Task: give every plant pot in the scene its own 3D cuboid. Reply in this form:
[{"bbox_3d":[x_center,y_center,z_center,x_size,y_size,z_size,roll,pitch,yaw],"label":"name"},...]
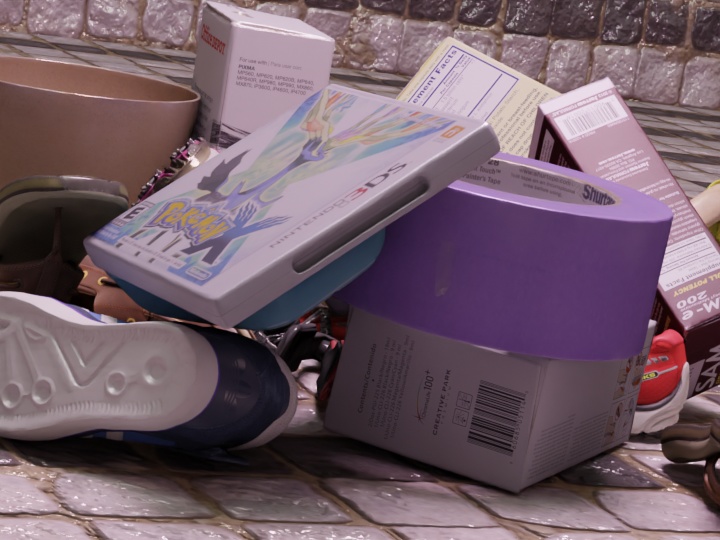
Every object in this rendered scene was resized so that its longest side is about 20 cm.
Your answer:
[{"bbox_3d":[-0.229,-0.082,1.953,0.199,0.136,0.200,9,11,-2],"label":"plant pot"}]

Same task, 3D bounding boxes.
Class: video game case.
[{"bbox_3d":[-0.042,-0.041,1.404,0.182,0.022,0.200,-33,22,-17],"label":"video game case"}]

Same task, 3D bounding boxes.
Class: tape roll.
[{"bbox_3d":[0.079,-0.016,1.497,0.198,0.086,0.200,11,11,-2],"label":"tape roll"}]

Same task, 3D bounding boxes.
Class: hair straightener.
[{"bbox_3d":[-0.042,0.039,1.646,0.077,0.041,0.200,28,8,-2],"label":"hair straightener"}]

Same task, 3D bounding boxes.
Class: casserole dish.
[{"bbox_3d":[-0.062,-0.009,1.438,0.121,0.039,0.199,-35,23,-27],"label":"casserole dish"}]

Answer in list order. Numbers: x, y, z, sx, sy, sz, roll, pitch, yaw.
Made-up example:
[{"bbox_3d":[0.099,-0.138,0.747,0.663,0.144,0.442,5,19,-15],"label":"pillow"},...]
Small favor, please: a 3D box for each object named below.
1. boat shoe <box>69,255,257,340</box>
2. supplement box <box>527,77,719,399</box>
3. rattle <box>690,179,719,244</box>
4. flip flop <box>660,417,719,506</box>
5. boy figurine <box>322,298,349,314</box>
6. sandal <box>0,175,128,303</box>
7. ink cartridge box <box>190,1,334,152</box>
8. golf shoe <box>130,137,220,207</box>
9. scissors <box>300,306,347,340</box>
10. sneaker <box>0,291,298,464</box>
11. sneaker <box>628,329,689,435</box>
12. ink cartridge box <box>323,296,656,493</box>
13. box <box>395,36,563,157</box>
[{"bbox_3d":[-0.134,0.035,1.607,0.067,0.072,0.200,-36,43,-26],"label":"boat shoe"},{"bbox_3d":[0.187,-0.019,1.742,0.061,0.109,0.201,-21,62,-16],"label":"supplement box"},{"bbox_3d":[0.271,0.017,2.153,0.130,0.144,0.200,-24,3,40],"label":"rattle"},{"bbox_3d":[0.228,0.116,1.499,0.080,0.058,0.200,2,-4,-13],"label":"flip flop"},{"bbox_3d":[0.000,0.000,1.811,0.123,0.065,0.200,9,4,-8],"label":"boy figurine"},{"bbox_3d":[-0.194,0.003,1.517,0.079,0.058,0.201,4,-33,-32],"label":"sandal"},{"bbox_3d":[-0.087,-0.097,1.972,0.083,0.202,0.144,6,10,-14],"label":"ink cartridge box"},{"bbox_3d":[-0.098,-0.021,1.653,0.092,0.073,0.200,40,-16,10],"label":"golf shoe"},{"bbox_3d":[-0.048,0.041,1.770,0.073,0.014,0.199,17,11,34],"label":"scissors"},{"bbox_3d":[-0.133,0.064,1.431,0.199,0.081,0.146,3,-10,28],"label":"sneaker"},{"bbox_3d":[0.126,0.047,1.686,0.199,0.086,0.077,13,10,23],"label":"sneaker"},{"bbox_3d":[0.063,0.056,1.562,0.174,0.085,0.200,17,12,23],"label":"ink cartridge box"},{"bbox_3d":[0.138,-0.061,1.960,0.200,0.097,0.176,32,-12,39],"label":"box"}]
